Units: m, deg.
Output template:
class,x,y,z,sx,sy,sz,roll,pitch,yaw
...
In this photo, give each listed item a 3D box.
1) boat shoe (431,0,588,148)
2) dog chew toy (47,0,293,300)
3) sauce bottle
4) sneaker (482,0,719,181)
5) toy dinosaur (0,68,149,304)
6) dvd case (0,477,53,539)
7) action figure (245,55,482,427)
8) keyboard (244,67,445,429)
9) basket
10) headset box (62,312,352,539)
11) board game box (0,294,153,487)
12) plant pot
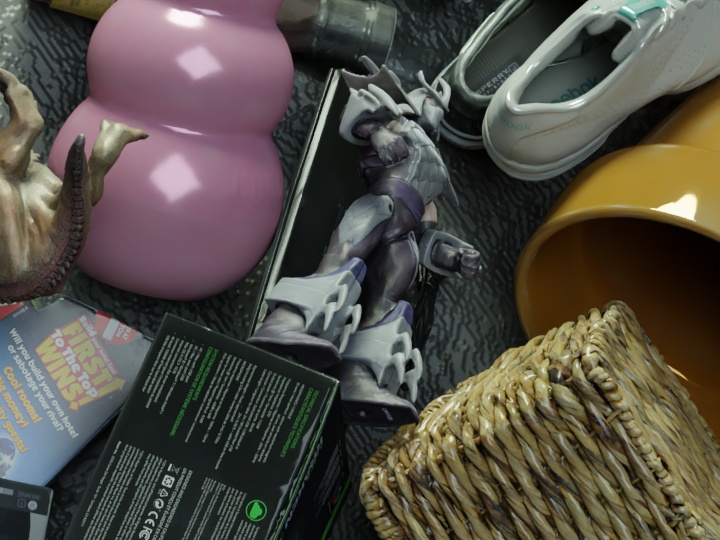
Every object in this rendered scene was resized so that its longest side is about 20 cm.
class,x,y,z,sx,sy,sz,roll,pitch,yaw
boat shoe,0.124,-0.139,1.366,0.200,0.071,0.072,-43,90,-16
dog chew toy,-0.088,-0.090,1.263,0.123,0.125,0.202,12,100,-11
sauce bottle,-0.080,-0.150,1.334,0.198,0.066,0.067,14,75,-13
sneaker,0.148,-0.126,1.277,0.200,0.089,0.075,-42,76,-10
toy dinosaur,-0.176,-0.014,1.173,0.086,0.199,0.137,29,70,-38
dvd case,-0.234,0.187,1.166,0.149,0.025,0.202,14,74,-18
action figure,0.015,-0.020,1.256,0.130,0.069,0.201,49,47,-36
keyboard,0.000,0.000,1.304,0.127,0.021,0.201,42,49,-32
basket,0.113,0.135,1.249,0.148,0.143,0.201,-31,94,18
headset box,-0.080,0.142,1.204,0.092,0.200,0.175,21,72,8
board game box,-0.206,0.053,1.257,0.199,0.062,0.201,-30,86,-20
plant pot,0.210,-0.018,1.322,0.200,0.200,0.184,38,56,-4
